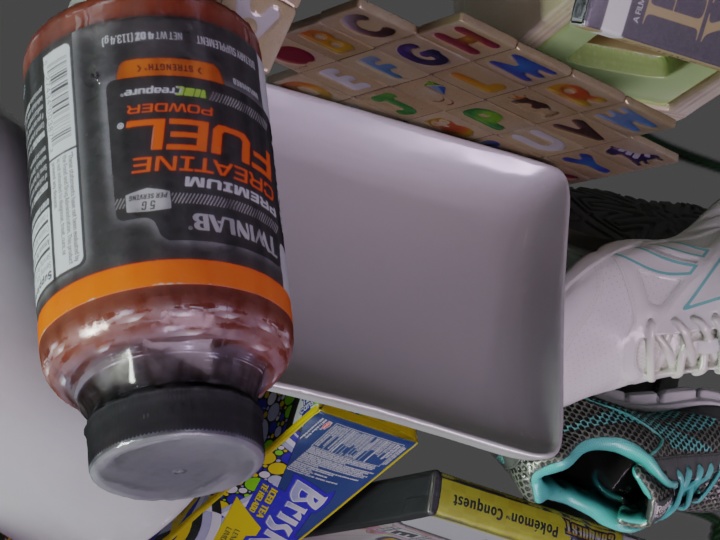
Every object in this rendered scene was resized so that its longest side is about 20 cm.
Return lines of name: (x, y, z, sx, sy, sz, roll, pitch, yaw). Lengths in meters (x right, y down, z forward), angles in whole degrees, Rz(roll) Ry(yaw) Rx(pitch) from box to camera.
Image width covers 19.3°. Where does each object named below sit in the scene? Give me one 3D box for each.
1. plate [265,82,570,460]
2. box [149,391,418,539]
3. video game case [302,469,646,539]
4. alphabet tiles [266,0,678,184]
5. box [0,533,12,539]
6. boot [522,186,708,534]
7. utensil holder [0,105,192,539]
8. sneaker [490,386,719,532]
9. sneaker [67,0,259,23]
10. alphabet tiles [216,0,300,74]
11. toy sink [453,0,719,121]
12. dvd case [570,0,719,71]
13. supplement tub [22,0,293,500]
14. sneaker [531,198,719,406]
plate: (0.000, 0.000, 1.006, 0.200, 0.200, 0.032, 15, 133, -7)
box: (-0.057, 0.104, 1.092, 0.064, 0.070, 0.200, 23, 133, -31)
video game case: (0.051, 0.154, 1.151, 0.181, 0.200, 0.026, 21, 67, -30)
alphabet tiles: (0.051, -0.082, 1.034, 0.200, 0.166, 0.006, 22, 73, -31)
box: (-0.194, 0.170, 1.015, 0.038, 0.200, 0.137, -29, 102, 18)
boot: (0.128, 0.059, 1.170, 0.182, 0.073, 0.200, 8, 116, -44)
utensil holder: (-0.171, 0.024, 0.987, 0.170, 0.170, 0.200, -45, 126, 6)
sneaker: (0.146, 0.106, 1.104, 0.200, 0.091, 0.078, 13, 120, -25)
sneaker: (-0.051, -0.152, 0.987, 0.075, 0.087, 0.200, 36, 99, -32)
alphabet tiles: (-0.095, -0.205, 0.933, 0.200, 0.008, 0.167, 26, 79, -18)
toy sink: (0.145, -0.157, 0.986, 0.130, 0.112, 0.200, 7, 158, -26)
dvd case: (0.195, -0.154, 0.926, 0.200, 0.016, 0.149, 13, 95, -27)
supplement tub: (-0.083, -0.009, 0.879, 0.107, 0.200, 0.107, -7, 154, -3)
sneaker: (0.165, 0.020, 1.060, 0.200, 0.080, 0.071, -26, 136, -26)
